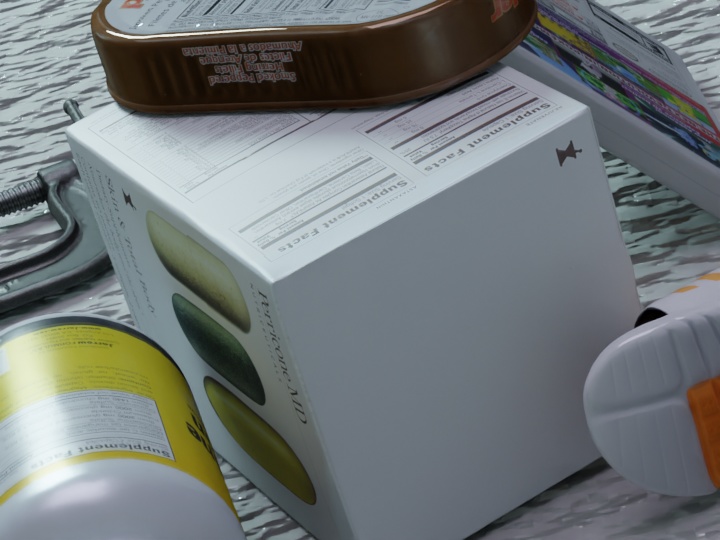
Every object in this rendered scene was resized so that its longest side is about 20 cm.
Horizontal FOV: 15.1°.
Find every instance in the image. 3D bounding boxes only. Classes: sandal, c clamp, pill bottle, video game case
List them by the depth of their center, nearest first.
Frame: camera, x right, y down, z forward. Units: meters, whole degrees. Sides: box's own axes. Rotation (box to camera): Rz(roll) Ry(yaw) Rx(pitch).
[{"bbox_3d":[-0.102,0.105,1.040,0.111,0.112,0.200,-18,28,-5],"label":"pill bottle"},{"bbox_3d":[0.171,0.029,1.092,0.206,0.080,0.059,-17,25,-22],"label":"sandal"},{"bbox_3d":[0.090,-0.108,1.286,0.023,0.199,0.182,-53,21,18],"label":"video game case"},{"bbox_3d":[-0.204,-0.014,1.410,0.199,0.027,0.171,-23,34,-18],"label":"c clamp"}]

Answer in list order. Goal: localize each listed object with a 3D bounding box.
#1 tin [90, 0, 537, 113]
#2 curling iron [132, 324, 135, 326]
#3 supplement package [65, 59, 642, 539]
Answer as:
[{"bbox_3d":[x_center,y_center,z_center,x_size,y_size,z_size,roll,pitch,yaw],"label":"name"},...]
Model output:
[{"bbox_3d":[-0.022,-0.110,1.142,0.199,0.042,0.112,0,29,30],"label":"tin"},{"bbox_3d":[-0.089,0.029,1.259,0.199,0.026,0.050,-14,-10,-6],"label":"curling iron"},{"bbox_3d":[0.000,0.000,1.135,0.150,0.152,0.200,-28,31,-18],"label":"supplement package"}]
